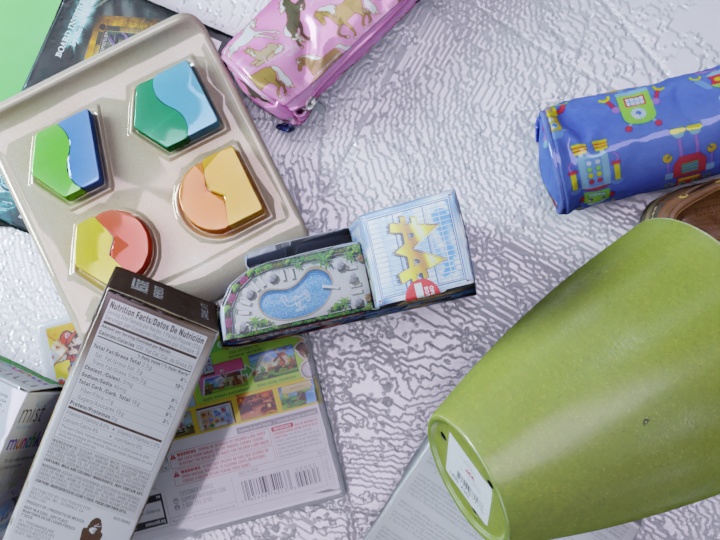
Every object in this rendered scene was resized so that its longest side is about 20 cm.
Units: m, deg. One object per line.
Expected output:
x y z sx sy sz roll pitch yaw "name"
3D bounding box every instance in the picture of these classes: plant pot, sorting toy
0.151 0.092 0.775 0.199 0.187 0.188 -26 84 -18 "plant pot"
-0.159 -0.065 0.871 0.184 0.036 0.201 -27 88 -3 "sorting toy"

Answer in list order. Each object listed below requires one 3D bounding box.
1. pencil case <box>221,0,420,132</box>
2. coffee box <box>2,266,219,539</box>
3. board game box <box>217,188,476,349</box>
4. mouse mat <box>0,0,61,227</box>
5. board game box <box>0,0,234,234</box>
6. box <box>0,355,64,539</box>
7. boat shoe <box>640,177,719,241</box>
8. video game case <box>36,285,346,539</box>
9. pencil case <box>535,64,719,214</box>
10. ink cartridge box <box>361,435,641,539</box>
-0.009 -0.196 0.885 0.200 0.083 0.087 -45 99 -3 "pencil case"
-0.170 0.108 0.806 0.079 0.114 0.201 22 93 -11 "coffee box"
0.000 0.000 0.793 0.199 0.200 0.062 -12 85 -9 "board game box"
-0.313 -0.137 0.928 0.160 0.008 0.201 4 84 2 "mouse mat"
-0.195 -0.112 0.907 0.135 0.028 0.201 24 86 1 "board game box"
-0.340 0.124 0.849 0.199 0.097 0.177 23 87 9 "box"
0.308 -0.046 0.867 0.199 0.068 0.072 -13 84 1 "boat shoe"
-0.127 0.104 0.892 0.199 0.023 0.183 -15 85 1 "video game case"
0.225 -0.106 0.870 0.199 0.078 0.087 -16 60 1 "pencil case"
0.086 0.213 0.874 0.162 0.050 0.201 34 105 4 "ink cartridge box"
